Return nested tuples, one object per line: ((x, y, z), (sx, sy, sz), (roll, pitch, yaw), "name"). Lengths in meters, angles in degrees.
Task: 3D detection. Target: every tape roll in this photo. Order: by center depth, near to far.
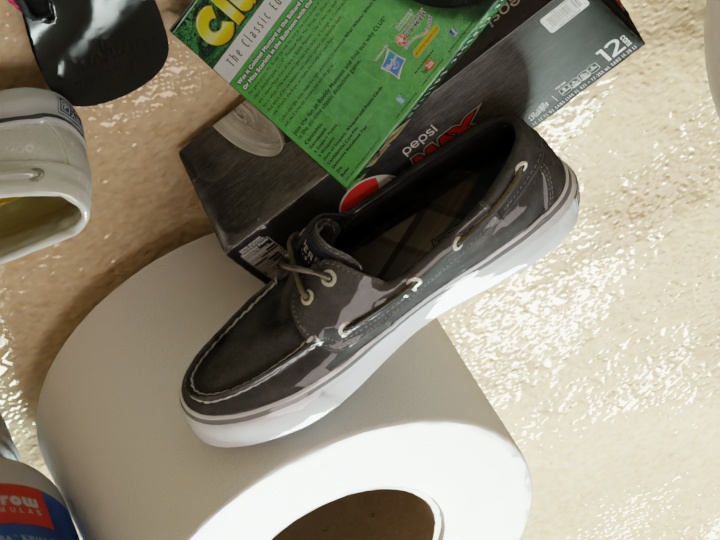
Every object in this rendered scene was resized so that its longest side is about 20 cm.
((-0.038, 0.092, 1.315), (0.203, 0.139, 0.203), (-20, 142, -16), "tape roll")

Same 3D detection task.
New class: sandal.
((-0.117, -0.128, 1.109), (0.075, 0.045, 0.200), (-24, 141, -2), "sandal")

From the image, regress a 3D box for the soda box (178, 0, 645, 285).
((0.021, -0.076, 1.223), (0.200, 0.071, 0.063), (-37, 141, 13), "soda box")

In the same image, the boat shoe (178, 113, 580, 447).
((0.000, 0.000, 1.189), (0.200, 0.070, 0.066), (-30, 134, 6), "boat shoe")

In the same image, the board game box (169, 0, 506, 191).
((0.016, -0.138, 1.135), (0.200, 0.105, 0.023), (-50, 177, 27), "board game box")

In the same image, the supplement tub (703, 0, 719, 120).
((0.274, -0.107, 1.272), (0.200, 0.145, 0.145), (1, 134, -30), "supplement tub")

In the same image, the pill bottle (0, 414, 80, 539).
((-0.176, 0.156, 1.270), (0.112, 0.200, 0.112), (-16, 141, -13), "pill bottle")

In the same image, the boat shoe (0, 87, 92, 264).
((-0.205, -0.003, 1.160), (0.202, 0.086, 0.075), (-18, 142, 0), "boat shoe")
